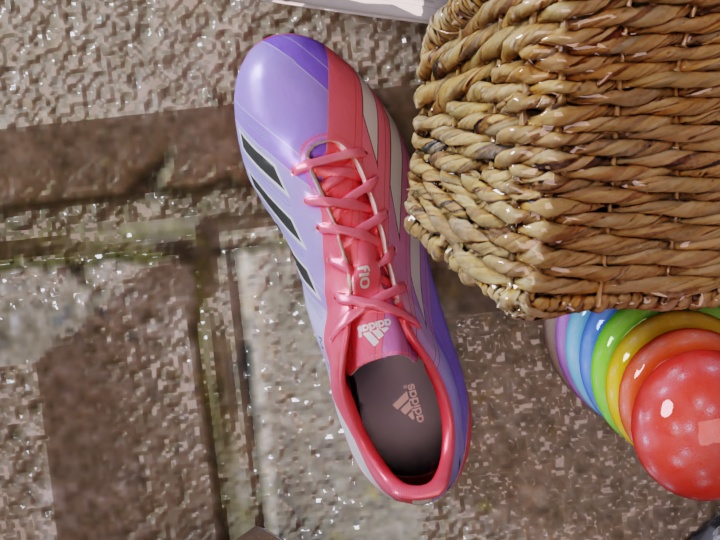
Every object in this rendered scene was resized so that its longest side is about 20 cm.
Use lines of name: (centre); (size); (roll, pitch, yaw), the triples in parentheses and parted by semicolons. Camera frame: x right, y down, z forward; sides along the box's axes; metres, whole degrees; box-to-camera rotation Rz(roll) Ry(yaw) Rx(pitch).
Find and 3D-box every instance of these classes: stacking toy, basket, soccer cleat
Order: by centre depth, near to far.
stacking toy: (0.124, 0.039, 0.970); (0.085, 0.200, 0.086); (-1, 102, -3)
basket: (0.123, -0.075, 0.970); (0.198, 0.143, 0.150); (-3, 110, -19)
soccer cleat: (0.000, 0.000, 1.021); (0.066, 0.076, 0.202); (-17, 100, 0)

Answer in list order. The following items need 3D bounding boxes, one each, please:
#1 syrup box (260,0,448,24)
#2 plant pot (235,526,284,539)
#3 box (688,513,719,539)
syrup box: (0.011, -0.203, 0.987); (0.081, 0.079, 0.202); (8, 99, -3)
plant pot: (-0.061, 0.213, 1.017); (0.186, 0.187, 0.201); (37, 81, -8)
box: (0.219, 0.111, 0.988); (0.157, 0.200, 0.050); (-39, 103, 5)
